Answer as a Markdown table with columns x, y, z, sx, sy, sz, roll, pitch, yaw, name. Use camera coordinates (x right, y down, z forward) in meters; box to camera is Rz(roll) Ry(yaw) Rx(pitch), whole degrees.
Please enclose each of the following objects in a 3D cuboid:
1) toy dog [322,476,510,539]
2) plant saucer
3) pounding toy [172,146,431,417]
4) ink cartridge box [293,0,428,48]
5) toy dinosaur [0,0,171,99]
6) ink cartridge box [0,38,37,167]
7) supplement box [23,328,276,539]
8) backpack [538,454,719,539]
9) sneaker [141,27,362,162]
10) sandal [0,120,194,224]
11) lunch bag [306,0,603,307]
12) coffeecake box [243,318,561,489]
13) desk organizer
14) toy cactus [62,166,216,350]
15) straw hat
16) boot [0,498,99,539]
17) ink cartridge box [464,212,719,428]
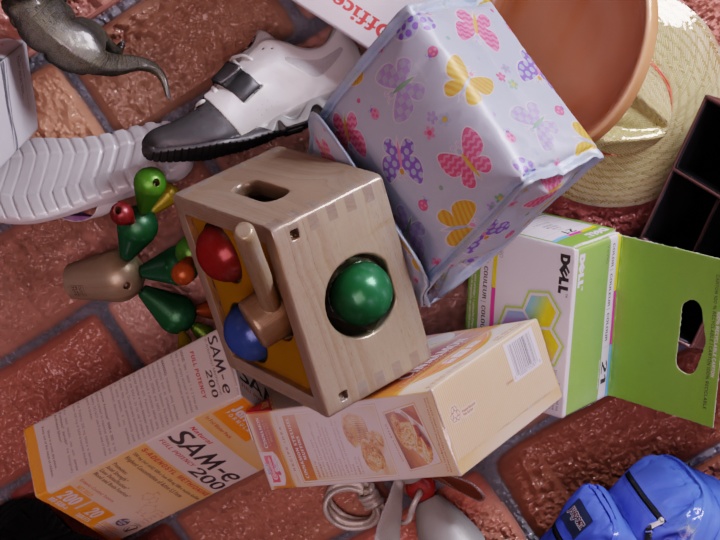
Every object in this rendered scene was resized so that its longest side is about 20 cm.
| x | y | z | sx | sy | sz | roll | pitch | yaw | name |
| --- | --- | --- | --- | --- | --- | --- | --- | --- | --- |
| 0.066 | 0.233 | 1.420 | 0.200 | 0.096 | 0.132 | 40 | 104 | -8 | toy dog |
| 0.153 | -0.182 | 1.274 | 0.037 | 0.200 | 0.200 | 10 | 113 | -45 | plant saucer |
| -0.054 | 0.005 | 1.216 | 0.142 | 0.200 | 0.184 | -28 | 115 | -25 | pounding toy |
| 0.022 | -0.286 | 1.282 | 0.146 | 0.086 | 0.200 | 32 | 104 | -6 | ink cartridge box |
| -0.243 | -0.193 | 1.314 | 0.077 | 0.102 | 0.200 | -39 | 99 | 13 | toy dinosaur |
| -0.351 | -0.120 | 1.292 | 0.146 | 0.200 | 0.084 | -4 | 108 | 5 | ink cartridge box |
| -0.167 | 0.144 | 1.390 | 0.200 | 0.074 | 0.126 | -28 | 145 | 11 | supplement box |
| 0.241 | 0.256 | 1.372 | 0.168 | 0.163 | 0.200 | 35 | 100 | -22 | backpack |
| -0.091 | -0.146 | 1.330 | 0.200 | 0.074 | 0.089 | -19 | 90 | -14 | sneaker |
| -0.236 | -0.073 | 1.373 | 0.202 | 0.083 | 0.050 | -8 | 148 | 4 | sandal |
| 0.054 | -0.083 | 1.243 | 0.170 | 0.127 | 0.200 | 57 | 135 | 12 | lunch bag |
| 0.033 | 0.108 | 1.309 | 0.200 | 0.153 | 0.073 | -11 | 102 | 41 | coffeecake box |
| 0.286 | -0.036 | 1.327 | 0.077 | 0.072 | 0.200 | 9 | 111 | -39 | desk organizer |
| -0.172 | 0.008 | 1.366 | 0.165 | 0.102 | 0.200 | -7 | 136 | 20 | toy cactus |
| 0.203 | -0.134 | 1.312 | 0.201 | 0.085 | 0.202 | 1 | 105 | 3 | straw hat |
| -0.239 | 0.295 | 1.458 | 0.200 | 0.076 | 0.168 | 11 | 145 | 41 | boot |
| 0.187 | 0.044 | 1.318 | 0.200 | 0.076 | 0.148 | 15 | 111 | 37 | ink cartridge box |
